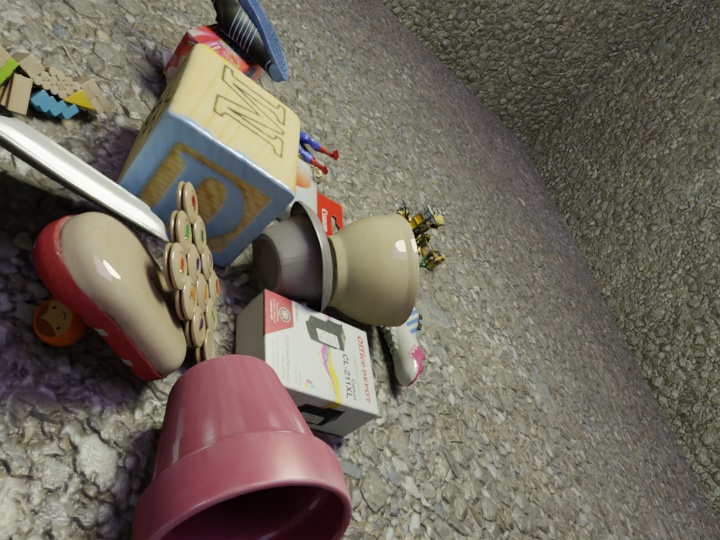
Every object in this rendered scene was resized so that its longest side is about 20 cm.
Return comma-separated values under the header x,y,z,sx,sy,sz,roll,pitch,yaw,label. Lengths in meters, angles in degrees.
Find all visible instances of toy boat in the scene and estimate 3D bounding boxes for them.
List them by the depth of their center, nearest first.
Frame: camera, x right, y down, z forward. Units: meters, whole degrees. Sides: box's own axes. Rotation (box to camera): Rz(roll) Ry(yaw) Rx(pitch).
x,y,z,sx,sy,sz,roll,pitch,yaw,label
-0.276,0.038,0.539,0.202,0.129,0.131,78,-10,-47,toy boat

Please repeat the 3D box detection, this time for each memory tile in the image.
x,y,z,sx,sy,sz,roll,pitch,yaw,label
-0.200,0.010,0.628,0.016,0.202,0.155,-3,47,-5,memory tile

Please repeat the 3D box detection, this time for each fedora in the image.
x,y,z,sx,sy,sz,roll,pitch,yaw,label
-0.115,-0.013,0.788,0.089,0.199,0.180,-11,100,-23,fedora

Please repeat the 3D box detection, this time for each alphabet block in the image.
x,y,z,sx,sy,sz,roll,pitch,yaw,label
-0.218,-0.164,0.755,0.195,0.194,0.202,32,37,-32,alphabet block

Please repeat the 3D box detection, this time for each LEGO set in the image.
x,y,z,sx,sy,sz,roll,pitch,yaw,label
0.151,-0.090,1.245,0.198,0.115,0.156,15,46,-45,LEGO set

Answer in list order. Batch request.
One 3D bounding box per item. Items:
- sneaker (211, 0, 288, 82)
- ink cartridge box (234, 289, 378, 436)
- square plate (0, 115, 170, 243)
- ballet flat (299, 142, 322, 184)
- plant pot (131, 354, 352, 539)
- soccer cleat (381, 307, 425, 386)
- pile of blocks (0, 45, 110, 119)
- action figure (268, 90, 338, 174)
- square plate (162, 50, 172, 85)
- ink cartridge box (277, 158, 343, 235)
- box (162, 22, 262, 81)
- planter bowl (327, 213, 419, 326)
x,y,z,sx,sy,sz,roll,pitch,yaw,label
-0.201,-0.420,0.902,0.202,0.077,0.071,62,21,-26,sneaker
-0.077,0.136,0.737,0.198,0.083,0.147,27,38,-35,ink cartridge box
-0.318,-0.106,0.561,0.197,0.029,0.200,20,-15,48,square plate
-0.140,-0.275,1.114,0.202,0.046,0.067,57,31,9,ballet flat
-0.127,0.196,0.524,0.198,0.201,0.180,25,23,-37,plant pot
0.071,0.131,0.969,0.086,0.070,0.201,30,30,-15,soccer cleat
-0.443,-0.247,0.682,0.061,0.084,0.199,17,2,32,pile of blocks
-0.142,-0.282,1.041,0.198,0.066,0.099,34,-8,15,action figure
-0.274,-0.295,0.959,0.196,0.028,0.203,17,45,-45,square plate
-0.098,-0.138,1.028,0.198,0.050,0.164,28,38,-30,ink cartridge box
-0.253,-0.380,0.941,0.100,0.095,0.201,44,31,-12,box
0.000,0.000,0.905,0.132,0.201,0.203,0,53,-20,planter bowl
